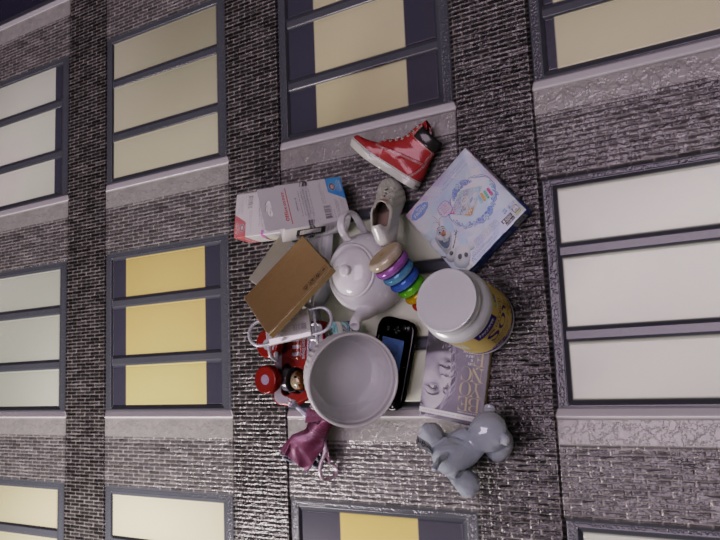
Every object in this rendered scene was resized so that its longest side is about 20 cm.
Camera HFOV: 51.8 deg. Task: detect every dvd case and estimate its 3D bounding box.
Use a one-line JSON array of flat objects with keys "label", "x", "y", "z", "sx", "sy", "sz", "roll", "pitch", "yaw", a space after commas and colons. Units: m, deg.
[{"label": "dvd case", "x": 0.202, "y": 0.219, "z": 1.571, "sx": 0.148, "sy": 0.016, "sz": 0.201, "roll": 5, "pitch": 88, "yaw": 32}]

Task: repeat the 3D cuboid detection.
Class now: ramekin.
[{"label": "ramekin", "x": -0.029, "y": 0.226, "z": 1.580, "sx": 0.105, "sy": 0.199, "sz": 0.201, "roll": -174, "pitch": 93, "yaw": -73}]

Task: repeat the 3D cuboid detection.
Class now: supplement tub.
[{"label": "supplement tub", "x": 0.207, "y": 0.080, "z": 1.463, "sx": 0.145, "sy": 0.200, "sz": 0.146, "roll": -9, "pitch": 71, "yaw": 28}]

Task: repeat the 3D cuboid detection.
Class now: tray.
[{"label": "tray", "x": -0.112, "y": -0.074, "z": 1.758, "sx": 0.107, "sy": 0.022, "sz": 0.201, "roll": -13, "pitch": 61, "yaw": 32}]

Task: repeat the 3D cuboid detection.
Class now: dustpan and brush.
[{"label": "dustpan and brush", "x": -0.114, "y": 0.066, "z": 1.770, "sx": 0.139, "sy": 0.057, "sz": 0.201, "roll": -14, "pitch": 71, "yaw": 34}]

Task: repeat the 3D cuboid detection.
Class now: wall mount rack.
[{"label": "wall mount rack", "x": -0.153, "y": 0.108, "z": 1.674, "sx": 0.199, "sy": 0.075, "sz": 0.175, "roll": -12, "pitch": 67, "yaw": 9}]

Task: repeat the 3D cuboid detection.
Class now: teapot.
[{"label": "teapot", "x": 0.000, "y": 0.000, "z": 1.644, "sx": 0.200, "sy": 0.146, "sz": 0.198, "roll": 40, "pitch": 105, "yaw": 30}]

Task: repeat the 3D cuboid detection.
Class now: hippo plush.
[{"label": "hippo plush", "x": 0.213, "y": 0.332, "z": 1.475, "sx": 0.161, "sy": 0.200, "sz": 0.159, "roll": -38, "pitch": 42, "yaw": 3}]

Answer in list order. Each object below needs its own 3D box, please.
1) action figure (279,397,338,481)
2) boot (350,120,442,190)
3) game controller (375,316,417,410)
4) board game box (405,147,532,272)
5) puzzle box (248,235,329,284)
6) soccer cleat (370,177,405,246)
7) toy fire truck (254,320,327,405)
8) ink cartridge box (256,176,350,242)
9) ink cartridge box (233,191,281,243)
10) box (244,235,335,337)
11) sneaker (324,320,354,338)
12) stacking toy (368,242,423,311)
[{"label": "action figure", "x": -0.097, "y": 0.359, "z": 1.674, "sx": 0.149, "sy": 0.134, "sz": 0.201, "roll": 35, "pitch": 106, "yaw": 29}, {"label": "boot", "x": 0.082, "y": -0.290, "z": 1.670, "sx": 0.200, "sy": 0.072, "sz": 0.145, "roll": 33, "pitch": 102, "yaw": 22}, {"label": "game controller", "x": 0.068, "y": 0.204, "z": 1.641, "sx": 0.104, "sy": 0.042, "sz": 0.201, "roll": 10, "pitch": 90, "yaw": 32}, {"label": "board game box", "x": 0.226, "y": -0.120, "z": 1.575, "sx": 0.200, "sy": 0.043, "sz": 0.199, "roll": -48, "pitch": 64, "yaw": 19}, {"label": "puzzle box", "x": -0.168, "y": 0.002, "z": 1.715, "sx": 0.133, "sy": 0.025, "sz": 0.200, "roll": -54, "pitch": 39, "yaw": -8}, {"label": "soccer cleat", "x": 0.058, "y": -0.141, "z": 1.624, "sx": 0.069, "sy": 0.078, "sz": 0.201, "roll": -10, "pitch": 48, "yaw": 19}, {"label": "toy fire truck", "x": -0.147, "y": 0.216, "z": 1.731, "sx": 0.167, "sy": 0.112, "sz": 0.201, "roll": -1, "pitch": 86, "yaw": 33}, {"label": "ink cartridge box", "x": -0.133, "y": -0.138, "z": 1.711, "sx": 0.199, "sy": 0.068, "sz": 0.116, "roll": -10, "pitch": 67, "yaw": -13}, {"label": "ink cartridge box", "x": -0.214, "y": -0.137, "z": 1.834, "sx": 0.199, "sy": 0.067, "sz": 0.117, "roll": -4, "pitch": 78, "yaw": 33}, {"label": "box", "x": -0.160, "y": 0.032, "z": 1.643, "sx": 0.200, "sy": 0.021, "sz": 0.164, "roll": -47, "pitch": 39, "yaw": 2}, {"label": "sneaker", "x": -0.018, "y": 0.209, "z": 1.675, "sx": 0.078, "sy": 0.086, "sz": 0.201, "roll": -156, "pitch": 56, "yaw": -71}, {"label": "stacking toy", "x": 0.108, "y": 0.039, "z": 1.569, "sx": 0.085, "sy": 0.085, "sz": 0.200, "roll": -33, "pitch": 107, "yaw": 25}]
